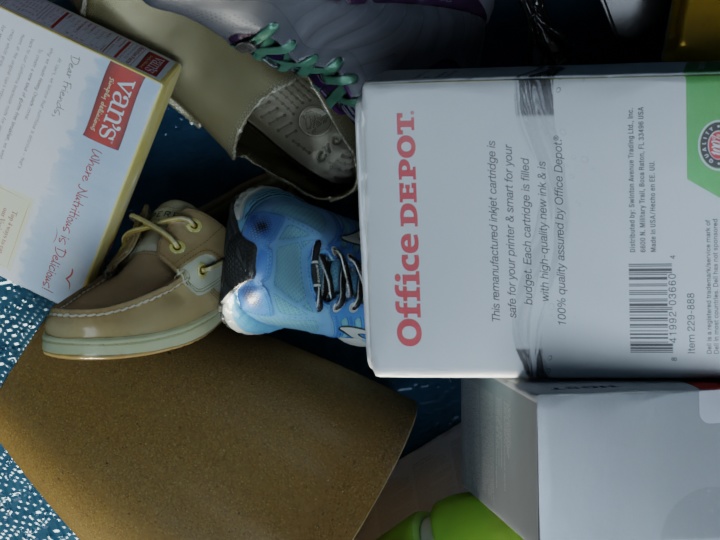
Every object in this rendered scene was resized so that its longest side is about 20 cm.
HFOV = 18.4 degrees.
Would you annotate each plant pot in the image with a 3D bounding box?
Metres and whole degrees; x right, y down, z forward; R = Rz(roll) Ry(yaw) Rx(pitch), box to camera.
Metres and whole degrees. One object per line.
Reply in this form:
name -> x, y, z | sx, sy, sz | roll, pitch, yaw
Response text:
plant pot -> -0.101, 0.098, 1.234 | 0.200, 0.186, 0.187 | 33, 114, -5

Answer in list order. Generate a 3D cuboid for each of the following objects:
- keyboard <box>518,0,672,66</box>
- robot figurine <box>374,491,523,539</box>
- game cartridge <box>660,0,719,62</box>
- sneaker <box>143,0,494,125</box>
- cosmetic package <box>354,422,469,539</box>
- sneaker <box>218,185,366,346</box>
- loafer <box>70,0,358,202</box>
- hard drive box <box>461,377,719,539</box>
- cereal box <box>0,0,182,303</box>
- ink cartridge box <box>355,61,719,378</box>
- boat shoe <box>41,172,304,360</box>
keyboard -> 0.125, -0.170, 1.140 | 0.127, 0.021, 0.200 | -21, 102, 1
robot figurine -> 0.036, 0.200, 1.229 | 0.200, 0.116, 0.175 | -36, 145, 14
game cartridge -> 0.263, -0.167, 1.123 | 0.199, 0.032, 0.177 | 12, 84, -10
sneaker -> -0.018, -0.114, 1.118 | 0.200, 0.074, 0.088 | 2, 89, -29
cosmetic package -> 0.057, 0.138, 1.310 | 0.200, 0.083, 0.051 | -32, 119, 15
sneaker -> 0.000, 0.000, 1.171 | 0.090, 0.200, 0.079 | 3, 87, 33
loafer -> -0.064, -0.105, 1.167 | 0.200, 0.067, 0.076 | 30, 114, -19
hard drive box -> 0.143, 0.085, 1.114 | 0.155, 0.200, 0.077 | -2, 94, -8
cereal box -> -0.208, -0.084, 1.156 | 0.200, 0.040, 0.144 | 26, 116, 1
ink cartridge box -> 0.104, -0.026, 1.073 | 0.199, 0.084, 0.146 | 0, 101, 11
boat shoe -> -0.096, -0.005, 1.173 | 0.074, 0.200, 0.067 | 4, 108, 33
